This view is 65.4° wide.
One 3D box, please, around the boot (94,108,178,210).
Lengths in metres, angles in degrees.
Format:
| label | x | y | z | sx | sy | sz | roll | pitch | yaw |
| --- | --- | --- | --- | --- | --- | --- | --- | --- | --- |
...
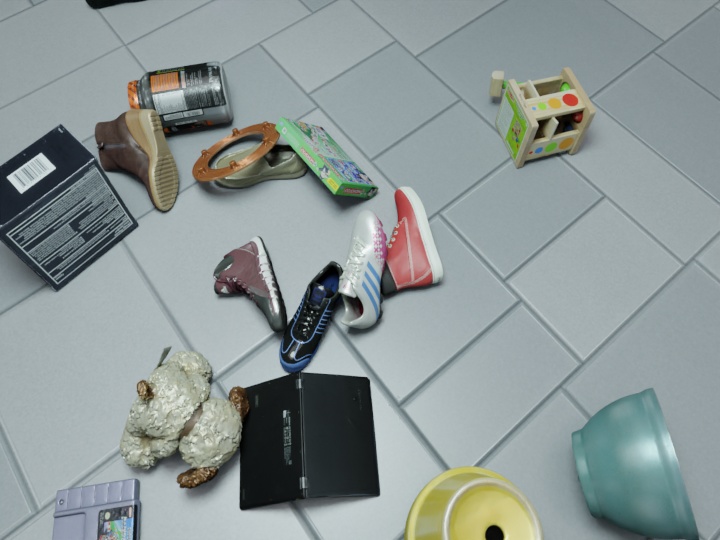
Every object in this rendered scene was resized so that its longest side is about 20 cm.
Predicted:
| label | x | y | z | sx | sy | sz | roll | pitch | yaw |
| --- | --- | --- | --- | --- | --- | --- | --- | --- | --- |
| boot | -0.455 | -0.215 | 1.134 | 0.162 | 0.072 | 0.207 | -5 | 97 | 28 |

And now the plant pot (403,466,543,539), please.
| label | x | y | z | sx | sy | sz | roll | pitch | yaw |
| --- | --- | --- | --- | --- | --- | --- | --- | --- | --- |
| plant pot | 0.162 | 0.367 | 0.764 | 0.194 | 0.190 | 0.206 | 0 | 63 | 0 |

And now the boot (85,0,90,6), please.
| label | x | y | z | sx | sy | sz | roll | pitch | yaw |
| --- | --- | --- | --- | --- | --- | --- | --- | --- | --- |
| boot | -0.604 | -0.756 | 1.408 | 0.194 | 0.077 | 0.172 | -15 | 67 | 0 |

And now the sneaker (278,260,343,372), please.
| label | x | y | z | sx | sy | sz | roll | pitch | yaw |
| --- | --- | --- | --- | --- | --- | --- | --- | --- | --- |
| sneaker | -0.086 | 0.074 | 0.978 | 0.068 | 0.079 | 0.203 | 22 | 64 | 11 |

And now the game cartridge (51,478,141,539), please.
| label | x | y | z | sx | sy | sz | roll | pitch | yaw |
| --- | --- | --- | --- | --- | --- | --- | --- | --- | --- |
| game cartridge | -0.391 | 0.422 | 0.826 | 0.126 | 0.039 | 0.205 | -10 | 63 | 0 |

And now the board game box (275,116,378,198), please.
| label | x | y | z | sx | sy | sz | roll | pitch | yaw |
| --- | --- | --- | --- | --- | --- | --- | --- | --- | --- |
| board game box | -0.065 | -0.222 | 1.111 | 0.201 | 0.029 | 0.133 | 50 | 28 | 22 |

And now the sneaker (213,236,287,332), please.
| label | x | y | z | sx | sy | sz | roll | pitch | yaw |
| --- | --- | --- | --- | --- | --- | --- | --- | --- | --- |
| sneaker | -0.203 | 0.040 | 1.007 | 0.113 | 0.077 | 0.203 | -20 | 54 | -4 |

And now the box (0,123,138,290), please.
| label | x | y | z | sx | sy | sz | roll | pitch | yaw |
| --- | --- | --- | --- | --- | --- | --- | --- | --- | --- |
| box | -0.542 | -0.108 | 1.005 | 0.122 | 0.200 | 0.200 | 38 | 68 | 21 |

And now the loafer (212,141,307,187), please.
| label | x | y | z | sx | sy | sz | roll | pitch | yaw |
| --- | --- | --- | --- | --- | --- | --- | --- | --- | --- |
| loafer | -0.206 | -0.223 | 1.137 | 0.194 | 0.069 | 0.078 | -10 | 62 | -5 |

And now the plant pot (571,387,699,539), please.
| label | x | y | z | sx | sy | sz | roll | pitch | yaw |
| --- | --- | --- | --- | --- | --- | --- | --- | --- | --- |
| plant pot | 0.388 | 0.287 | 0.819 | 0.131 | 0.200 | 0.206 | -16 | 60 | 22 |

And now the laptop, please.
| label | x | y | z | sx | sy | sz | roll | pitch | yaw |
| --- | --- | --- | --- | --- | --- | --- | --- | --- | --- |
| laptop | -0.087 | 0.276 | 0.913 | 0.195 | 0.116 | 0.192 | -19 | 59 | 23 |

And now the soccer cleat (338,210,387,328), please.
| label | x | y | z | sx | sy | sz | roll | pitch | yaw |
| --- | --- | --- | --- | --- | --- | --- | --- | --- | --- |
| soccer cleat | 0.000 | 0.000 | 0.966 | 0.085 | 0.069 | 0.207 | -6 | 97 | -44 |

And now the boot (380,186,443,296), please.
| label | x | y | z | sx | sy | sz | roll | pitch | yaw |
| --- | --- | --- | --- | --- | --- | --- | --- | --- | --- |
| boot | 0.059 | -0.058 | 1.052 | 0.140 | 0.073 | 0.205 | -13 | 67 | -5 |

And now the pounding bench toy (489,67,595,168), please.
| label | x | y | z | sx | sy | sz | roll | pitch | yaw |
| --- | --- | --- | --- | --- | --- | --- | --- | --- | --- |
| pounding bench toy | 0.371 | -0.347 | 1.167 | 0.151 | 0.125 | 0.205 | -14 | 63 | -7 |

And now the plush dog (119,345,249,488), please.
| label | x | y | z | sx | sy | sz | roll | pitch | yaw |
| --- | --- | --- | --- | --- | --- | --- | --- | --- | --- |
| plush dog | -0.261 | 0.229 | 0.866 | 0.169 | 0.161 | 0.203 | 29 | 64 | -2 |

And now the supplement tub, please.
| label | x | y | z | sx | sy | sz | roll | pitch | yaw |
| --- | --- | --- | --- | --- | --- | --- | --- | --- | --- |
| supplement tub | -0.375 | -0.361 | 1.179 | 0.194 | 0.123 | 0.126 | -10 | 62 | -5 |

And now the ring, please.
| label | x | y | z | sx | sy | sz | roll | pitch | yaw |
| --- | --- | --- | --- | --- | --- | --- | --- | --- | --- |
| ring | -0.250 | -0.243 | 1.118 | 0.195 | 0.020 | 0.203 | -17 | 36 | 12 |
